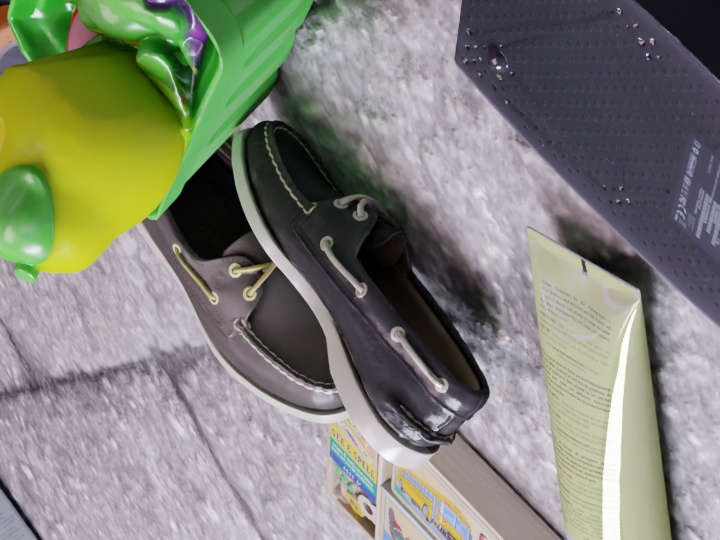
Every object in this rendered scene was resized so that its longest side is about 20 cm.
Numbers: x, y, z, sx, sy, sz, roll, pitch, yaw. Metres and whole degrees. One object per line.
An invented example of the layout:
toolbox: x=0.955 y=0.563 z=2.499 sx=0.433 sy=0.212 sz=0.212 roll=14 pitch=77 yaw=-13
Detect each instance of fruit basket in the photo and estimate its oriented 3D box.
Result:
fruit basket: x=-0.124 y=-0.097 z=1.432 sx=0.156 sy=0.215 sz=0.216 roll=53 pitch=156 yaw=10

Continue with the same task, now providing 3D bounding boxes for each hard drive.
hard drive: x=0.118 y=-0.066 z=1.192 sx=0.200 sy=0.042 sz=0.135 roll=46 pitch=154 yaw=25

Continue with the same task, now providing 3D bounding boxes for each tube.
tube: x=0.114 y=0.076 z=1.377 sx=0.058 sy=0.052 sz=0.201 roll=-1 pitch=125 yaw=14

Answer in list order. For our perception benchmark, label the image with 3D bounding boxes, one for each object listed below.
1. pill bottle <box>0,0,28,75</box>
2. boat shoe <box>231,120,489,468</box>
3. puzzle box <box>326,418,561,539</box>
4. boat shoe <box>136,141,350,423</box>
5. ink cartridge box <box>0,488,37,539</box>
pill bottle: x=-0.248 y=-0.146 z=1.728 sx=0.200 sy=0.106 sz=0.107 roll=33 pitch=147 yaw=43
boat shoe: x=0.000 y=0.000 z=1.481 sx=0.060 sy=0.074 sz=0.201 roll=-40 pitch=61 yaw=26
puzzle box: x=0.053 y=0.144 z=1.599 sx=0.200 sy=0.025 sz=0.133 roll=45 pitch=153 yaw=27
boat shoe: x=-0.063 y=-0.004 z=1.584 sx=0.201 sy=0.072 sz=0.061 roll=49 pitch=159 yaw=26
ink cartridge box: x=-0.309 y=0.211 z=2.364 sx=0.201 sy=0.040 sz=0.200 roll=56 pitch=156 yaw=5
